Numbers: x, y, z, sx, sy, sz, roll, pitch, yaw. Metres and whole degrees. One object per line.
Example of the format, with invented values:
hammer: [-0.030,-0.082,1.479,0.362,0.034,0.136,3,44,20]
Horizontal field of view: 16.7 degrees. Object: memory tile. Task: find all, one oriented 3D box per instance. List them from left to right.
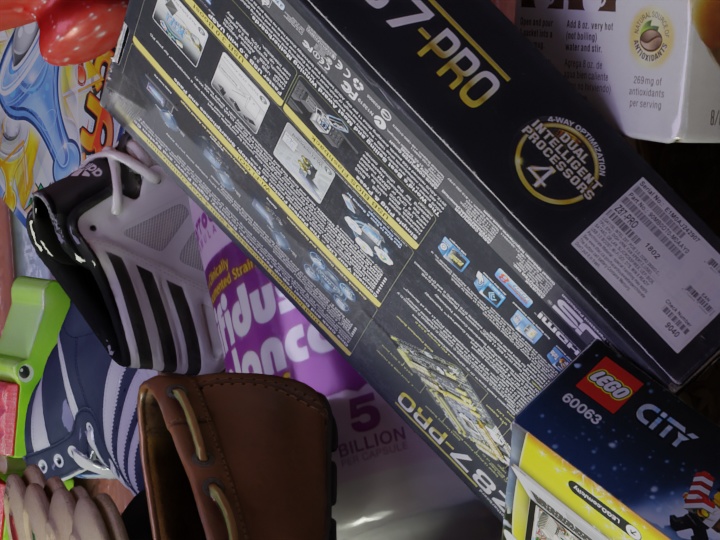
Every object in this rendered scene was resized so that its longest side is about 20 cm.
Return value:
memory tile: [-0.094,0.149,0.864,0.200,0.017,0.154,175,83,-73]

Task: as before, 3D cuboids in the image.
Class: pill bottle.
pill bottle: [0.000,0.000,0.870,0.112,0.112,0.201,-37,62,51]

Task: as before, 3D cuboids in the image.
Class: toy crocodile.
toy crocodile: [-0.160,0.103,1.158,0.067,0.061,0.202,14,101,55]

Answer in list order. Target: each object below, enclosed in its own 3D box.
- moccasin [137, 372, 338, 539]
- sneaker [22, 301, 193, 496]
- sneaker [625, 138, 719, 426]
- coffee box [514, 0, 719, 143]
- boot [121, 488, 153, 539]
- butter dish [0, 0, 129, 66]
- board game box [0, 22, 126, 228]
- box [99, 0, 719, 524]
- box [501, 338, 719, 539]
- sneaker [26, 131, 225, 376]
moccasin: [-0.042,0.120,0.733,0.074,0.077,0.203,129,144,-55]
sneaker: [-0.086,0.081,1.038,0.109,0.070,0.200,-61,38,31]
sneaker: [0.079,-0.045,0.786,0.090,0.067,0.202,5,99,51]
coffee box: [0.113,-0.138,0.690,0.080,0.114,0.202,12,102,57]
boot: [-0.059,0.196,0.923,0.138,0.077,0.201,126,136,-56]
butter dish: [-0.137,-0.151,0.972,0.199,0.199,0.148,-33,81,42]
board game box: [-0.118,-0.107,1.110,0.135,0.034,0.201,45,127,46]
box: [0.013,-0.024,0.723,0.200,0.049,0.161,46,155,7]
box: [0.122,0.122,0.648,0.200,0.038,0.137,37,152,23]
sneaker: [-0.070,-0.055,0.969,0.075,0.115,0.202,10,99,56]
